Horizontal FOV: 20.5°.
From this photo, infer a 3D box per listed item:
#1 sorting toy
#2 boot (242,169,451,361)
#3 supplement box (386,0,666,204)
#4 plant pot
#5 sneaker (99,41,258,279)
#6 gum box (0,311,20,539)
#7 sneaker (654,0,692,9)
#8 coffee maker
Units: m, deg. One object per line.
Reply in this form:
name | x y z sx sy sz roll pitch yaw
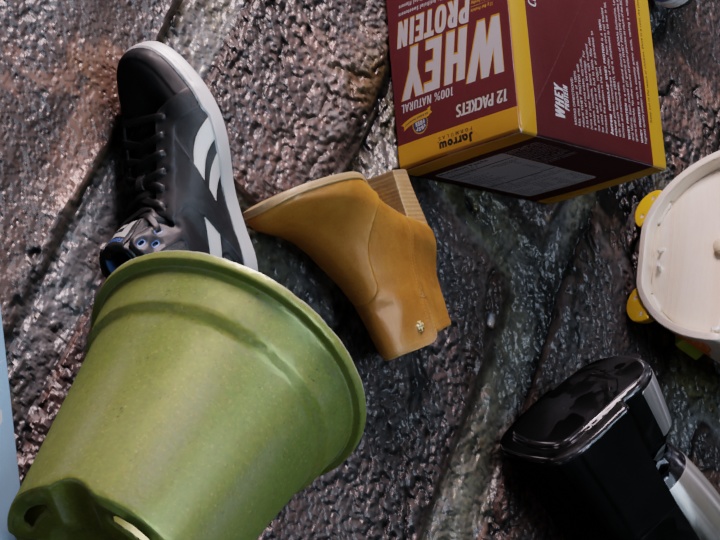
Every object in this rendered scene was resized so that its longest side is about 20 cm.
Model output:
sorting toy | 0.343 0.020 1.879 0.180 0.107 0.201 38 52 -42
boot | 0.000 0.000 1.528 0.201 0.071 0.144 -11 83 -53
supplement box | 0.139 -0.178 1.687 0.200 0.133 0.198 9 72 -46
plant pot | -0.122 0.122 1.257 0.201 0.200 0.184 53 43 -22
sneaker | -0.144 -0.056 1.390 0.112 0.073 0.201 -28 100 -49
gum box | -0.292 0.081 1.211 0.170 0.044 0.201 3 75 -47
sneaker | 0.288 -0.359 1.945 0.077 0.076 0.201 2 75 -51
coffee maker | 0.213 0.201 1.649 0.200 0.134 0.192 55 46 -19
